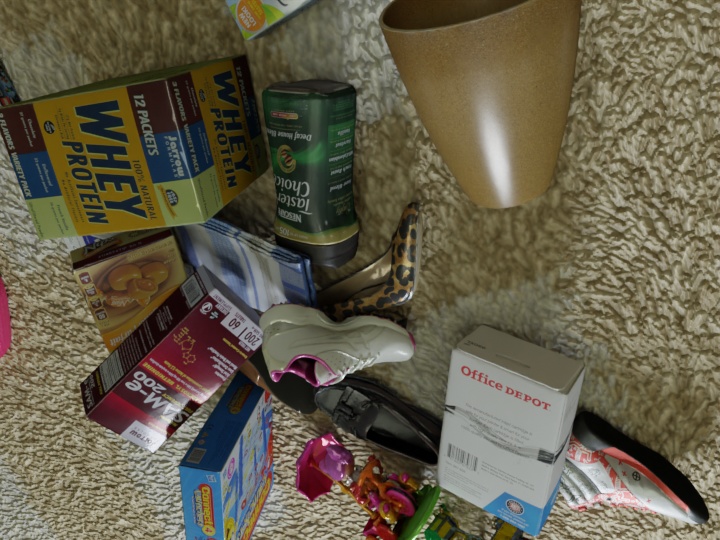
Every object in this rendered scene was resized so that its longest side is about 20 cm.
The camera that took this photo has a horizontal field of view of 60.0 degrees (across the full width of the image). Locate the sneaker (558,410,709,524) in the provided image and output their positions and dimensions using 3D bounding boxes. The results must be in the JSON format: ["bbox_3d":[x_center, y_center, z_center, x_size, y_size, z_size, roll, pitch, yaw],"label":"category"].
[{"bbox_3d":[0.331,0.276,0.799,0.199,0.067,0.109,34,118,2],"label":"sneaker"}]

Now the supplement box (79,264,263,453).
[{"bbox_3d":[-0.215,0.105,0.730,0.200,0.061,0.109,-44,131,-1],"label":"supplement box"}]

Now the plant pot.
[{"bbox_3d":[0.130,-0.173,0.608,0.181,0.189,0.204,-9,126,17],"label":"plant pot"}]

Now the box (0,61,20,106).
[{"bbox_3d":[-0.552,-0.244,0.806,0.195,0.038,0.140,-15,109,19],"label":"box"}]

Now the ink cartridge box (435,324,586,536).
[{"bbox_3d":[0.179,0.191,0.762,0.142,0.084,0.206,19,118,31],"label":"ink cartridge box"}]

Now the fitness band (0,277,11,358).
[{"bbox_3d":[-0.608,0.057,0.953,0.139,0.038,0.205,13,116,8],"label":"fitness band"}]

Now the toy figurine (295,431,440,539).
[{"bbox_3d":[-0.006,0.296,0.849,0.182,0.151,0.202,34,143,8],"label":"toy figurine"}]

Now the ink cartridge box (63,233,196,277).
[{"bbox_3d":[-0.295,-0.016,0.823,0.195,0.038,0.096,19,144,8],"label":"ink cartridge box"}]

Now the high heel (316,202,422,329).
[{"bbox_3d":[0.000,0.000,0.754,0.138,0.072,0.204,11,124,2],"label":"high heel"}]

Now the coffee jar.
[{"bbox_3d":[-0.054,-0.107,0.711,0.102,0.085,0.206,13,118,31],"label":"coffee jar"}]

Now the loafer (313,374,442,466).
[{"bbox_3d":[0.027,0.200,0.834,0.195,0.063,0.073,24,109,-4],"label":"loafer"}]

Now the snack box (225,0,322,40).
[{"bbox_3d":[-0.064,-0.350,0.632,0.196,0.053,0.145,-21,106,21],"label":"snack box"}]

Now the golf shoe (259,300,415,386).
[{"bbox_3d":[-0.025,0.099,0.733,0.194,0.094,0.076,9,142,-17],"label":"golf shoe"}]

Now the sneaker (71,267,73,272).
[{"bbox_3d":[-0.298,0.059,0.803,0.077,0.090,0.201,14,149,41],"label":"sneaker"}]

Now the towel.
[{"bbox_3d":[-0.140,0.004,0.769,0.195,0.024,0.149,21,143,20],"label":"towel"}]

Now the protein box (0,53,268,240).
[{"bbox_3d":[-0.232,-0.140,0.683,0.194,0.199,0.139,-5,113,15],"label":"protein box"}]

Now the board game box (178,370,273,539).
[{"bbox_3d":[-0.174,0.280,0.851,0.054,0.201,0.201,6,115,8],"label":"board game box"}]

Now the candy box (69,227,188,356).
[{"bbox_3d":[-0.255,0.053,0.752,0.113,0.055,0.205,-21,125,-18],"label":"candy box"}]

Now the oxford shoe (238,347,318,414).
[{"bbox_3d":[-0.135,0.124,0.860,0.200,0.072,0.071,44,145,-9],"label":"oxford shoe"}]

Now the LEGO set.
[{"bbox_3d":[0.186,0.411,0.890,0.152,0.115,0.205,-6,111,48],"label":"LEGO set"}]
